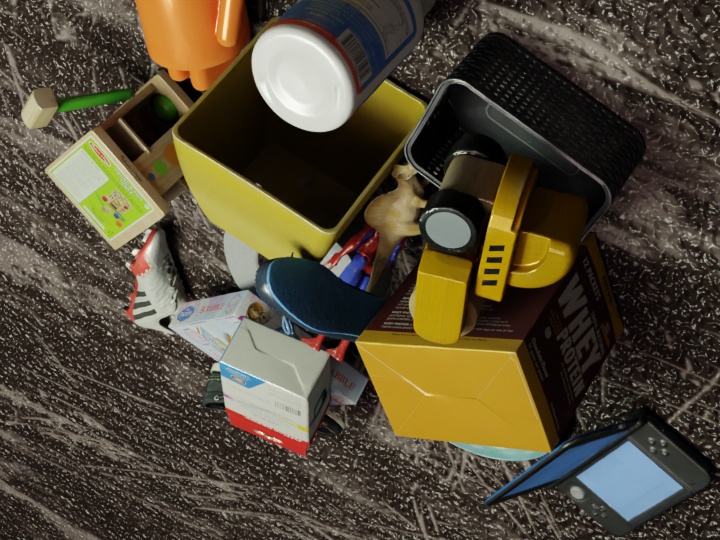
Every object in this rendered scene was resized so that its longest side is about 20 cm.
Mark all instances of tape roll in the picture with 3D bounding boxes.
[{"bbox_3d":[-0.065,-0.013,1.676,0.200,0.066,0.201,21,136,22],"label":"tape roll"}]

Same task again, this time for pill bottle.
[{"bbox_3d":[-0.008,-0.229,1.332,0.112,0.200,0.112,20,135,21],"label":"pill bottle"}]

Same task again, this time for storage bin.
[{"bbox_3d":[0.162,-0.120,1.386,0.200,0.094,0.135,36,139,4],"label":"storage bin"}]

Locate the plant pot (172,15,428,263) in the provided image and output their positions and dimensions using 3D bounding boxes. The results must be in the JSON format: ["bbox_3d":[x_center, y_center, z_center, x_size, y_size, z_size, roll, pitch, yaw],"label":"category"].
[{"bbox_3d":[-0.070,-0.112,1.507,0.200,0.200,0.177,32,151,9],"label":"plant pot"}]

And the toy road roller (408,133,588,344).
[{"bbox_3d":[0.133,-0.020,1.339,0.146,0.123,0.200,16,135,10],"label":"toy road roller"}]

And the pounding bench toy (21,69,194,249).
[{"bbox_3d":[-0.277,-0.162,1.632,0.200,0.156,0.124,49,140,-11],"label":"pounding bench toy"}]

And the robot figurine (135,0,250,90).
[{"bbox_3d":[-0.179,-0.292,1.472,0.116,0.144,0.200,-11,128,-2],"label":"robot figurine"}]

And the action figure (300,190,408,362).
[{"bbox_3d":[0.000,0.000,1.568,0.065,0.200,0.052,28,-178,-33],"label":"action figure"}]

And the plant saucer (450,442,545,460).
[{"bbox_3d":[0.148,0.156,1.677,0.200,0.027,0.200,17,142,13],"label":"plant saucer"}]

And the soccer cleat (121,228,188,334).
[{"bbox_3d":[-0.266,0.016,1.860,0.085,0.069,0.200,25,142,4],"label":"soccer cleat"}]

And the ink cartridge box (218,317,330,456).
[{"bbox_3d":[-0.101,0.146,1.689,0.116,0.067,0.200,23,154,9],"label":"ink cartridge box"}]

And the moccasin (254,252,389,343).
[{"bbox_3d":[-0.045,0.043,1.474,0.068,0.081,0.200,-4,156,43],"label":"moccasin"}]

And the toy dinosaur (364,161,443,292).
[{"bbox_3d":[0.049,-0.057,1.512,0.200,0.101,0.058,106,151,-44],"label":"toy dinosaur"}]

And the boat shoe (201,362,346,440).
[{"bbox_3d":[-0.117,0.184,1.797,0.199,0.066,0.075,22,158,15],"label":"boat shoe"}]

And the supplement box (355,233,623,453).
[{"bbox_3d":[0.142,0.070,1.489,0.197,0.200,0.133,1,127,36],"label":"supplement box"}]

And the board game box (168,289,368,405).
[{"bbox_3d":[-0.119,0.103,1.769,0.200,0.041,0.199,38,156,-22],"label":"board game box"}]

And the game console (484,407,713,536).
[{"bbox_3d":[0.274,0.254,1.619,0.171,0.118,0.200,41,140,-1],"label":"game console"}]
